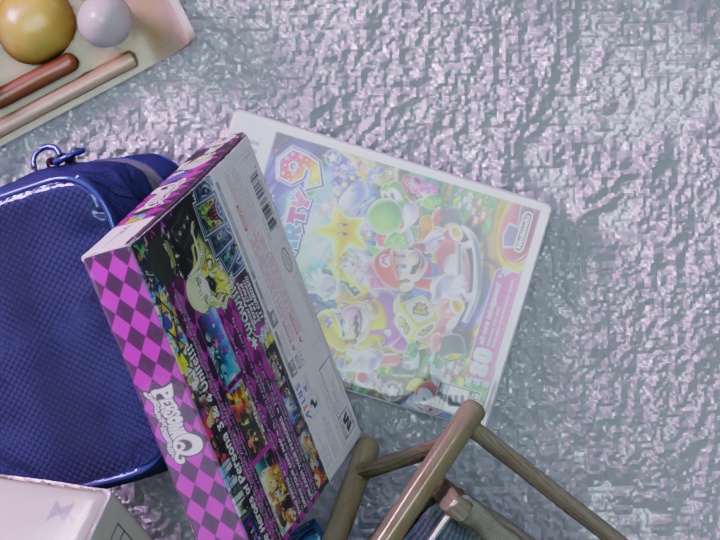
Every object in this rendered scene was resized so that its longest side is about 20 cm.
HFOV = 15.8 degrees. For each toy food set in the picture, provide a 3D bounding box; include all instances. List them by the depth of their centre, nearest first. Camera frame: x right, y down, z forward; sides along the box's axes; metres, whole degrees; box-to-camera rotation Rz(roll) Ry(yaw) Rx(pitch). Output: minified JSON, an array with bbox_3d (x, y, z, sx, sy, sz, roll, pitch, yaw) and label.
[{"bbox_3d":[-0.215,-0.152,1.516,0.200,0.060,0.144,-28,93,-2],"label":"toy food set"}]

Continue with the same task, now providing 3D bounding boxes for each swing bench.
[{"bbox_3d":[0.061,0.217,1.453,0.199,0.130,0.200,38,60,-17],"label":"swing bench"}]

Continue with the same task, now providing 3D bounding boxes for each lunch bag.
[{"bbox_3d":[-0.156,0.024,1.488,0.136,0.132,0.200,-14,92,23],"label":"lunch bag"}]

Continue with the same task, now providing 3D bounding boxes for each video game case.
[{"bbox_3d":[-0.072,0.045,1.447,0.036,0.181,0.200,-14,107,23],"label":"video game case"},{"bbox_3d":[0.000,0.000,1.552,0.200,0.018,0.144,17,92,-3],"label":"video game case"}]

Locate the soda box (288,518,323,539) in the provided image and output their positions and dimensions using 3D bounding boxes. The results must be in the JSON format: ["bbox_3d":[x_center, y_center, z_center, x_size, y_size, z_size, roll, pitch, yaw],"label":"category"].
[{"bbox_3d":[-0.002,0.251,1.535,0.064,0.068,0.200,-30,93,-1],"label":"soda box"}]

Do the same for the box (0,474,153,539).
[{"bbox_3d":[-0.161,0.220,1.439,0.109,0.200,0.128,5,56,32],"label":"box"}]
